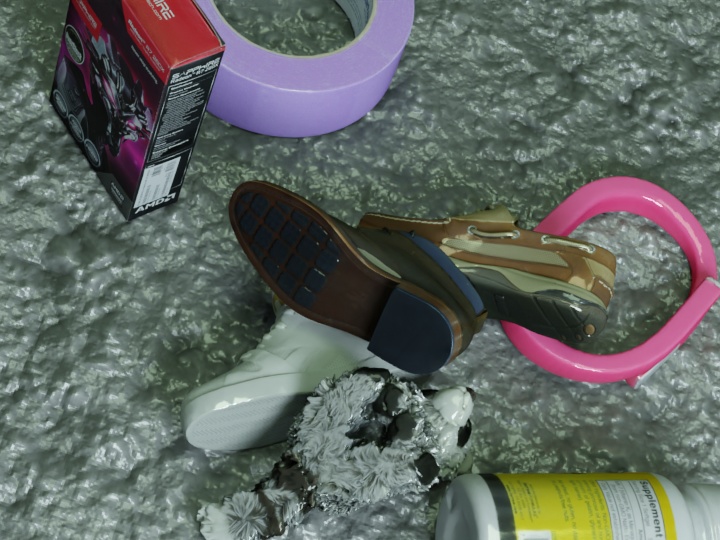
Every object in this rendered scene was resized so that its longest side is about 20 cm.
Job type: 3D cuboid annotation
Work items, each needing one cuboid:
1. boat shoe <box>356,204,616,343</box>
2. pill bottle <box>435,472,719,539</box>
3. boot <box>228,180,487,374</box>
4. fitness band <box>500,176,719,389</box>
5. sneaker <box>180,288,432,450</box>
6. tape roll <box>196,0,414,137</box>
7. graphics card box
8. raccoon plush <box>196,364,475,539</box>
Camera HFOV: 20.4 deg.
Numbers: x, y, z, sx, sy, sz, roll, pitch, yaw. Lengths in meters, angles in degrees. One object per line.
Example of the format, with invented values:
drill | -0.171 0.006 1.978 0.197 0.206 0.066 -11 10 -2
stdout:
boat shoe | 0.096 -0.008 1.483 0.200 0.076 0.074 18 65 16
pill bottle | 0.161 0.196 1.375 0.200 0.114 0.114 2 59 -15
boot | 0.000 0.000 1.425 0.200 0.075 0.097 38 23 16
fitness band | 0.194 0.008 1.544 0.144 0.037 0.200 41 57 11
sneaker | -0.057 0.054 1.433 0.200 0.074 0.116 -13 61 -32
tape roll | -0.061 -0.206 1.588 0.200 0.066 0.200 6 59 -11
graphics card box | -0.165 -0.141 1.440 0.051 0.200 0.126 -25 70 -27
raccoon plush | -0.011 0.132 1.408 0.200 0.134 0.097 -19 75 12
